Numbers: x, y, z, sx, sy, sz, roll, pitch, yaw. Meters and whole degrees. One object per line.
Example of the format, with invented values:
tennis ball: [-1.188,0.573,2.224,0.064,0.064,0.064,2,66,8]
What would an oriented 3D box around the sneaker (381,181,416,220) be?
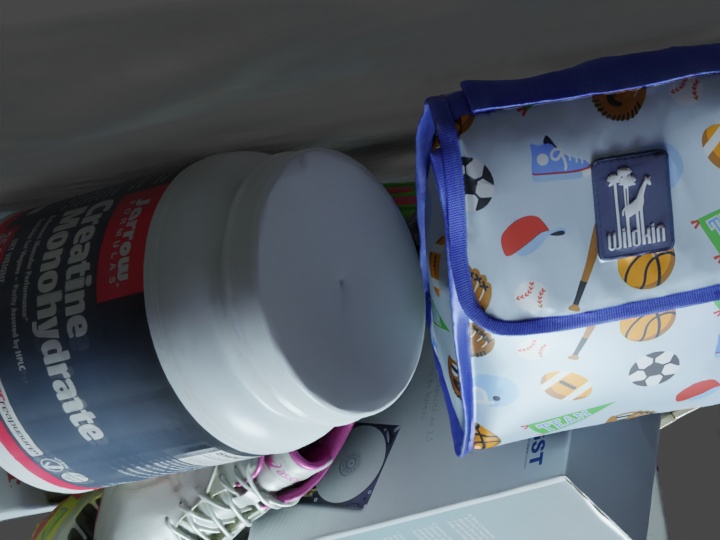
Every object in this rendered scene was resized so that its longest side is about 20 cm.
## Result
sneaker: [0.000,0.000,1.588,0.198,0.084,0.077,-7,-164,-3]

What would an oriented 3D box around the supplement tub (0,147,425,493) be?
supplement tub: [-0.084,0.023,1.350,0.199,0.141,0.140,-14,175,38]

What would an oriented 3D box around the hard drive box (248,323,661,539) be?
hard drive box: [0.052,0.081,1.466,0.199,0.157,0.077,-18,135,33]

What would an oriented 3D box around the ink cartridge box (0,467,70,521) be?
ink cartridge box: [-0.217,0.074,1.692,0.199,0.146,0.144,-14,175,36]

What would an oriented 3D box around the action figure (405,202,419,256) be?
action figure: [-0.052,-0.016,1.494,0.199,0.055,0.118,-3,176,16]

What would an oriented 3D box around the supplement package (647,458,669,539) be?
supplement package: [0.107,0.081,1.673,0.120,0.201,0.120,-10,176,5]

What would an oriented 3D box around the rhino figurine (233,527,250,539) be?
rhino figurine: [-0.150,0.180,1.677,0.199,0.088,0.060,-11,177,-20]

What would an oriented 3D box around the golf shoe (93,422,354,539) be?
golf shoe: [-0.064,0.095,1.435,0.075,0.201,0.092,29,-167,-30]

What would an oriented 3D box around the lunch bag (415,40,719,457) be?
lunch bag: [0.112,-0.018,1.301,0.169,0.124,0.201,-10,141,-6]

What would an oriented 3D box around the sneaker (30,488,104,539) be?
sneaker: [-0.139,0.143,1.575,0.090,0.078,0.200,-34,-178,29]

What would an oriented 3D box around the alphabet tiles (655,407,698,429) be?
alphabet tiles: [0.139,0.049,1.521,0.199,0.008,0.167,-30,-159,21]
